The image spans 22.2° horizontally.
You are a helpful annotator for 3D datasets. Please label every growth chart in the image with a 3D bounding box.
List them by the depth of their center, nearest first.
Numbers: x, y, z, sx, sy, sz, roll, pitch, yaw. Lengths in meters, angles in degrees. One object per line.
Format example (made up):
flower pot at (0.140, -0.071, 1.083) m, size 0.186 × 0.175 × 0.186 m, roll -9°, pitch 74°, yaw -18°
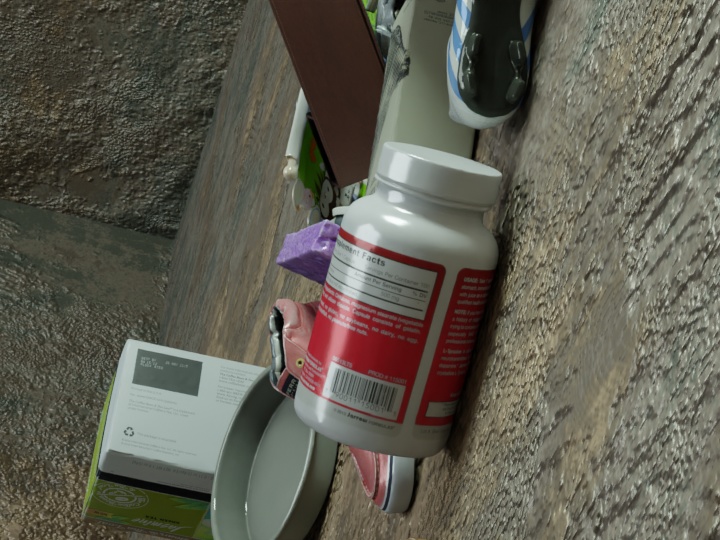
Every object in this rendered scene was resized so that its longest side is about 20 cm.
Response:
growth chart at (-0.030, -0.085, 1.724) m, size 0.200 × 0.018 × 0.145 m, roll 58°, pitch -148°, yaw -54°

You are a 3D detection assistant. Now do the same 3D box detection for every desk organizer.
desk organizer at (-0.021, -0.178, 1.621) m, size 0.072 × 0.077 × 0.201 m, roll -139°, pitch 28°, yaw -80°

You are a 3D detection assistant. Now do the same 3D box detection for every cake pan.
cake pan at (-0.081, 0.185, 1.739) m, size 0.200 × 0.037 × 0.201 m, roll -42°, pitch 38°, yaw 45°

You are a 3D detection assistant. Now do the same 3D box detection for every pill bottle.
pill bottle at (0.030, 0.018, 1.265) m, size 0.112 × 0.112 × 0.201 m, roll -122°, pitch 47°, yaw -76°

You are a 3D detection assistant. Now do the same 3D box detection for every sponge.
sponge at (0.000, 0.000, 1.456) m, size 0.200 × 0.111 × 0.030 m, roll 168°, pitch 126°, yaw -79°

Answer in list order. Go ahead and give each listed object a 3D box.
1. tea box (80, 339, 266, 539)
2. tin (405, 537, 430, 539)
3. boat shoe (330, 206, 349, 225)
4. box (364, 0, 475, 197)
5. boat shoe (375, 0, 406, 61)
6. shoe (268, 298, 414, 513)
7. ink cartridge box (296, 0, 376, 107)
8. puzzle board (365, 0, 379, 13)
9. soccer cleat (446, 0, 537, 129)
tea box at (-0.175, 0.189, 1.928) m, size 0.197 × 0.199 × 0.134 m, roll 117°, pitch 163°, yaw -58°
tin at (0.024, 0.252, 1.214) m, size 0.200 × 0.042 × 0.112 m, roll 117°, pitch 159°, yaw -52°
boat shoe at (0.007, -0.022, 1.603) m, size 0.200 × 0.072 × 0.062 m, roll 147°, pitch 122°, yaw -80°
box at (0.051, -0.118, 1.452) m, size 0.082 × 0.068 × 0.201 m, roll 125°, pitch 157°, yaw -65°
boat shoe at (0.057, -0.224, 1.536) m, size 0.202 × 0.074 × 0.065 m, roll -46°, pitch 18°, yaw 58°
shoe at (-0.018, 0.101, 1.407) m, size 0.072 × 0.091 × 0.201 m, roll 108°, pitch 158°, yaw -44°
ink cartridge box at (-0.016, -0.231, 1.953) m, size 0.200 × 0.075 × 0.148 m, roll -98°, pitch 23°, yaw -61°
puzzle board at (0.047, -0.330, 1.655) m, size 0.200 × 0.017 × 0.151 m, roll -68°, pitch 0°, yaw -62°
soccer cleat at (0.094, -0.198, 1.317) m, size 0.086 × 0.070 × 0.201 m, roll 151°, pitch 131°, yaw -76°
